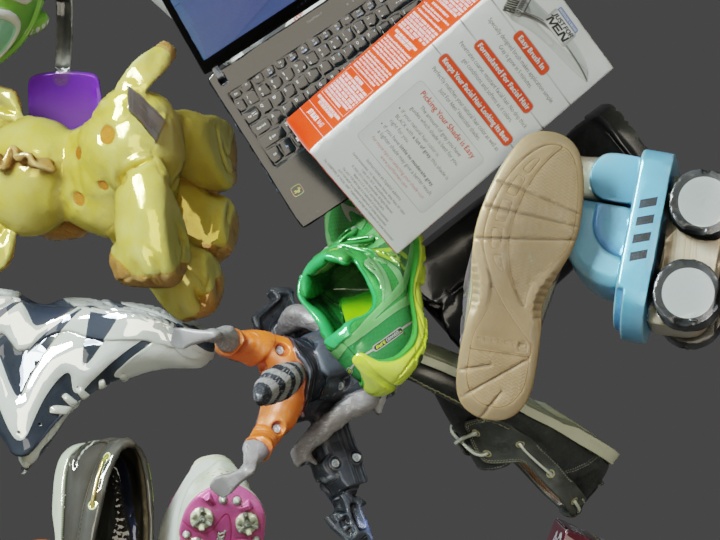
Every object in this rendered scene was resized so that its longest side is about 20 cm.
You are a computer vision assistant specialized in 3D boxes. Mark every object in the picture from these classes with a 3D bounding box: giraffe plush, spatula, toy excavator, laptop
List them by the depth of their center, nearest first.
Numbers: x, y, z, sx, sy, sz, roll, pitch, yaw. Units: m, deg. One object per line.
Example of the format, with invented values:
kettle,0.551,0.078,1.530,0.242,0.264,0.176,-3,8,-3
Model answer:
laptop,-0.018,-0.158,1.512,0.177,0.103,0.201,-33,95,-2
toy excavator,0.170,-0.052,1.564,0.199,0.100,0.196,10,81,11
giraffe plush,-0.194,-0.059,1.568,0.161,0.200,0.173,-6,50,20
spatula,-0.219,-0.184,1.623,0.056,0.021,0.202,-2,90,1

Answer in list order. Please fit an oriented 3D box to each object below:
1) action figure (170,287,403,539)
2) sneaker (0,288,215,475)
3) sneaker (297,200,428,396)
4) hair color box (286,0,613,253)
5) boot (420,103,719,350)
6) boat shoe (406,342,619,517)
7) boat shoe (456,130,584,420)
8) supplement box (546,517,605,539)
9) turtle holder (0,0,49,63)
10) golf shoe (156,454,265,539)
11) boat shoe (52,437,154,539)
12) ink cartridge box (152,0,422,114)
action figure,-0.030,0.100,1.571,0.193,0.104,0.201,-18,81,-46
sneaker,-0.209,0.087,1.601,0.198,0.079,0.131,6,96,-9
sneaker,0.000,0.000,1.560,0.074,0.201,0.083,-40,122,21
hair color box,0.061,-0.122,1.517,0.200,0.064,0.111,-40,122,3
boot,0.150,-0.001,1.626,0.200,0.066,0.165,-37,81,-8
boat shoe,0.097,0.113,1.608,0.199,0.072,0.068,32,94,-22
boat shoe,0.104,0.002,1.525,0.071,0.065,0.201,10,94,-7
supplement box,0.217,0.276,1.640,0.199,0.061,0.109,24,90,-3
turtle holder,-0.320,-0.203,1.557,0.184,0.132,0.142,2,96,7
golf shoe,-0.123,0.226,1.616,0.075,0.092,0.201,16,112,-19
boat shoe,-0.179,0.219,1.555,0.071,0.060,0.203,7,74,-42
ink cartridge box,-0.041,-0.196,1.603,0.200,0.084,0.145,40,89,-4
